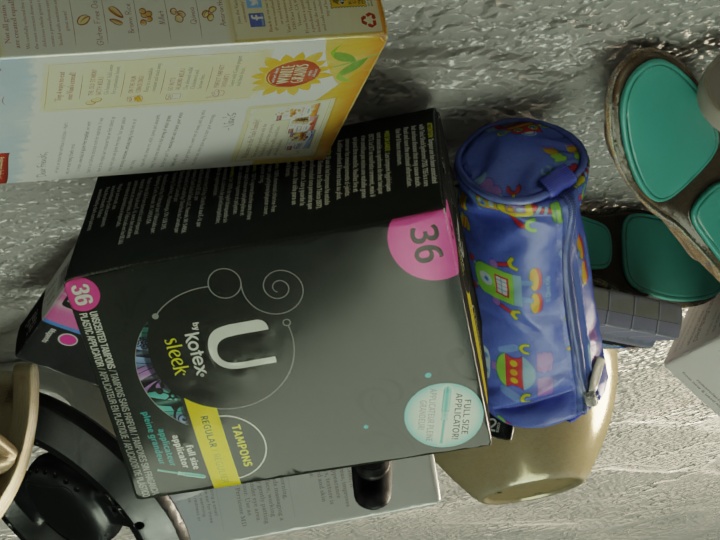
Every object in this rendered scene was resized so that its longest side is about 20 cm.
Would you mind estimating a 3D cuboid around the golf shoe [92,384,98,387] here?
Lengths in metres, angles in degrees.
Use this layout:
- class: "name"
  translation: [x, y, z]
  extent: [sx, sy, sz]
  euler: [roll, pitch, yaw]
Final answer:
- class: "golf shoe"
  translation: [-0.093, 0.050, 1.179]
  extent: [0.200, 0.078, 0.097]
  euler: [2, 152, -36]

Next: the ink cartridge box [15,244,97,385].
- class: "ink cartridge box"
  translation: [-0.115, 0.052, 1.093]
  extent: [0.200, 0.037, 0.095]
  euler: [20, 134, -23]

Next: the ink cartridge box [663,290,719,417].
- class: "ink cartridge box"
  translation: [0.324, 0.009, 1.164]
  extent: [0.083, 0.147, 0.200]
  euler: [41, 143, -10]

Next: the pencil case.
- class: "pencil case"
  translation: [0.105, 0.009, 1.000]
  extent: [0.078, 0.087, 0.200]
  euler: [-36, 134, -29]

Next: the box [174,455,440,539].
- class: "box"
  translation: [-0.049, 0.135, 1.320]
  extent: [0.200, 0.106, 0.152]
  euler: [-11, -174, -3]

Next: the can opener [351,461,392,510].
- class: "can opener"
  translation: [0.004, 0.088, 1.162]
  extent: [0.079, 0.200, 0.063]
  euler: [-11, 131, 3]

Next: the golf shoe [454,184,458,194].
- class: "golf shoe"
  translation: [0.000, 0.000, 1.080]
  extent: [0.088, 0.077, 0.200]
  euler: [18, 145, -35]

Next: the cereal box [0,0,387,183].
- class: "cereal box"
  translation: [-0.100, -0.089, 0.803]
  extent: [0.200, 0.040, 0.144]
  euler: [-5, 162, -17]

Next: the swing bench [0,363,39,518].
- class: "swing bench"
  translation: [-0.339, 0.106, 1.042]
  extent: [0.199, 0.130, 0.200]
  euler: [-3, 166, 22]

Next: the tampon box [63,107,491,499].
- class: "tampon box"
  translation: [-0.039, 0.019, 0.916]
  extent: [0.200, 0.126, 0.150]
  euler: [-10, 120, 7]

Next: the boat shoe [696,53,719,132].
- class: "boat shoe"
  translation: [0.277, -0.089, 0.959]
  extent: [0.200, 0.075, 0.093]
  euler: [-7, 153, -13]

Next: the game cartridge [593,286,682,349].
- class: "game cartridge"
  translation: [0.119, 0.032, 1.183]
  extent: [0.130, 0.038, 0.200]
  euler: [16, 170, -25]

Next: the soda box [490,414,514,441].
- class: "soda box"
  translation: [0.088, 0.084, 1.249]
  extent: [0.071, 0.063, 0.200]
  euler: [12, 179, 7]

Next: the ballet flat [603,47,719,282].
- class: "ballet flat"
  translation: [0.182, -0.061, 0.980]
  extent: [0.068, 0.067, 0.200]
  euler: [-41, 127, -3]

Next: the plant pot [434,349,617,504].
- class: "plant pot"
  translation: [0.133, 0.125, 1.430]
  extent: [0.200, 0.135, 0.200]
  euler: [-9, 162, -3]

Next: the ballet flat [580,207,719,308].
- class: "ballet flat"
  translation: [0.164, -0.011, 1.164]
  extent: [0.200, 0.068, 0.075]
  euler: [9, 169, -35]

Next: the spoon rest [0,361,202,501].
- class: "spoon rest"
  translation: [-0.198, 0.112, 1.222]
  extent: [0.200, 0.061, 0.099]
  euler: [18, 142, 16]

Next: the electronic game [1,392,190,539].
- class: "electronic game"
  translation: [-0.204, 0.162, 1.197]
  extent: [0.042, 0.200, 0.200]
  euler: [-50, -172, -36]
